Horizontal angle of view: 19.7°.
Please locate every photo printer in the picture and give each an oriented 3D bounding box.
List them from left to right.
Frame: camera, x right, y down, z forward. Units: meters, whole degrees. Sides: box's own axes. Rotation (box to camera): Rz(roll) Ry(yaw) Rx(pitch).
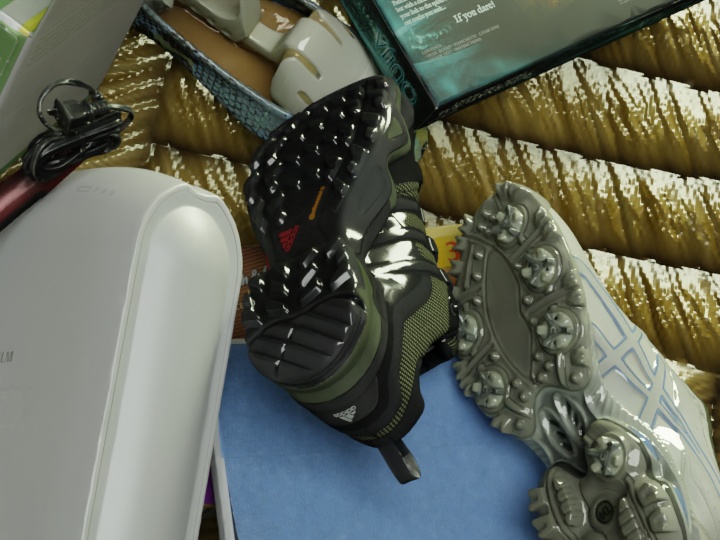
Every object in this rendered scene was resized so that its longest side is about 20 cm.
[{"bbox_3d":[-0.128,0.055,0.870,0.069,0.166,0.201,23,70,-41],"label":"photo printer"}]

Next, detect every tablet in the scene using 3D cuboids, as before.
[{"bbox_3d":[0.033,0.087,0.910,0.199,0.014,0.131,-1,64,-16],"label":"tablet"}]

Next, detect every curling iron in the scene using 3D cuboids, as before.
[{"bbox_3d":[-0.176,-0.011,0.841,0.200,0.050,0.026,-39,65,-7],"label":"curling iron"}]

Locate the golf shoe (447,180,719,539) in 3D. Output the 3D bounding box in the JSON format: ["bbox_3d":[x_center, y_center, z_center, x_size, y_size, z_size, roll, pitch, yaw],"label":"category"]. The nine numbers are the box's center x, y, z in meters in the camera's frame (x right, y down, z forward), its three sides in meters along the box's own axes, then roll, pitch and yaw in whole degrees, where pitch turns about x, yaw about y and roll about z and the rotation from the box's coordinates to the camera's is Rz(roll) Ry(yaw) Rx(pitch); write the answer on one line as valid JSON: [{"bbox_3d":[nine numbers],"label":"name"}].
[{"bbox_3d":[0.104,0.054,0.912,0.097,0.078,0.201,8,53,-44],"label":"golf shoe"}]

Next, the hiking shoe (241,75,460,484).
[{"bbox_3d":[0.000,0.000,0.905,0.101,0.075,0.201,54,29,-33],"label":"hiking shoe"}]

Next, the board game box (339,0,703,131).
[{"bbox_3d":[0.073,-0.164,1.018,0.199,0.028,0.136,-25,81,-31],"label":"board game box"}]

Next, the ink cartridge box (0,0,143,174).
[{"bbox_3d":[-0.119,-0.131,0.871,0.048,0.200,0.146,34,33,2],"label":"ink cartridge box"}]

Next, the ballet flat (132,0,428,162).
[{"bbox_3d":[-0.049,-0.112,0.978,0.199,0.074,0.074,32,71,-5],"label":"ballet flat"}]

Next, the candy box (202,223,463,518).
[{"bbox_3d":[0.001,0.044,0.960,0.199,0.056,0.117,-5,78,-17],"label":"candy box"}]
